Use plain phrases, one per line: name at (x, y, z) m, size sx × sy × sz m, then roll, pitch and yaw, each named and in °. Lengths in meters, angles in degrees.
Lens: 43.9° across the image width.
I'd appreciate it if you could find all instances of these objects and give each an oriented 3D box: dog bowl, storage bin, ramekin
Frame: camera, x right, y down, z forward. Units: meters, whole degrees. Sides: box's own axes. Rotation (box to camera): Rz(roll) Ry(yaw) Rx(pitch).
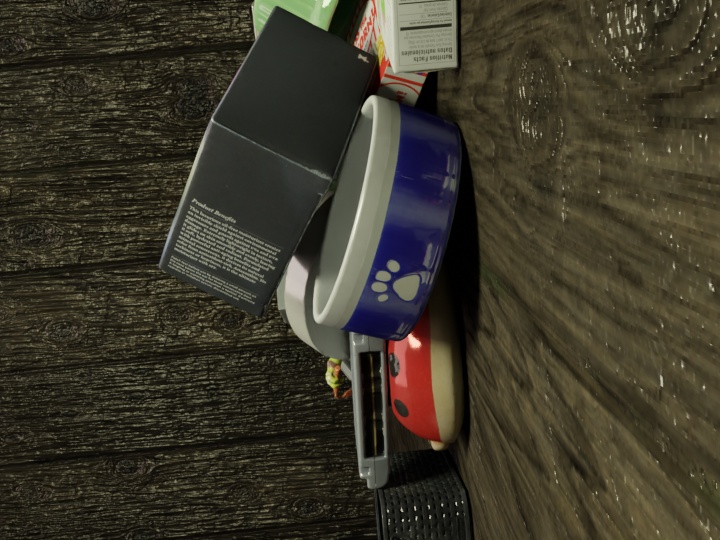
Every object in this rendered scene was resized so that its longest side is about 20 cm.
dog bowl at (0.020, -0.044, 0.786) m, size 0.200 × 0.077 × 0.205 m, roll -165°, pitch 89°, yaw -81°
storage bin at (0.066, 0.288, 0.988) m, size 0.200 × 0.091 × 0.139 m, roll -128°, pitch 33°, yaw -85°
ramekin at (-0.040, -0.333, 1.029) m, size 0.203 × 0.096 × 0.200 m, roll -61°, pitch -5°, yaw -10°

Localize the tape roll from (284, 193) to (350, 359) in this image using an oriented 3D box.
tape roll at (0.000, 0.000, 1.003) m, size 0.037 × 0.201 × 0.207 m, roll 28°, pitch 135°, yaw 38°

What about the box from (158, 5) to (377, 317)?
box at (-0.089, -0.106, 0.864) m, size 0.200 × 0.121 × 0.202 m, roll -57°, pitch 11°, yaw 43°

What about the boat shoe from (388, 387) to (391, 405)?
boat shoe at (0.058, 0.111, 1.053) m, size 0.200 × 0.074 × 0.076 m, roll -124°, pitch 32°, yaw -84°

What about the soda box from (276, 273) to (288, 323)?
soda box at (-0.022, 0.023, 1.295) m, size 0.064 × 0.195 × 0.070 m, roll 78°, pitch -175°, yaw -68°

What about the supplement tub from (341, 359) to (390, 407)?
supplement tub at (0.008, 0.094, 1.224) m, size 0.201 × 0.106 × 0.108 m, roll 52°, pitch -167°, yaw -24°

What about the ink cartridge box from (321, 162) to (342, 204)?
ink cartridge box at (-0.030, -0.112, 1.115) m, size 0.202 × 0.082 × 0.147 m, roll 106°, pitch 162°, yaw -49°

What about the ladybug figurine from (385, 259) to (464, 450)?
ladybug figurine at (0.060, 0.077, 0.893) m, size 0.136 × 0.070 × 0.205 m, roll 94°, pitch 171°, yaw -75°

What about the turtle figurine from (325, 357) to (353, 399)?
turtle figurine at (-0.008, 0.046, 1.103) m, size 0.202 × 0.064 × 0.161 m, roll -56°, pitch -39°, yaw -9°

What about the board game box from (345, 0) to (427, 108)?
board game box at (0.021, -0.219, 0.950) m, size 0.202 × 0.045 × 0.153 m, roll -98°, pitch 25°, yaw -49°

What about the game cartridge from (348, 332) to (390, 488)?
game cartridge at (0.007, 0.107, 0.945) m, size 0.134 × 0.039 × 0.204 m, roll -107°, pitch 13°, yaw -64°

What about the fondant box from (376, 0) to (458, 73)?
fondant box at (0.041, -0.284, 0.731) m, size 0.145 × 0.057 × 0.204 m, roll -99°, pitch 5°, yaw -60°

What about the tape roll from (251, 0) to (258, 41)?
tape roll at (-0.052, -0.324, 1.293) m, size 0.204 × 0.197 × 0.142 m, roll -100°, pitch 4°, yaw -65°
